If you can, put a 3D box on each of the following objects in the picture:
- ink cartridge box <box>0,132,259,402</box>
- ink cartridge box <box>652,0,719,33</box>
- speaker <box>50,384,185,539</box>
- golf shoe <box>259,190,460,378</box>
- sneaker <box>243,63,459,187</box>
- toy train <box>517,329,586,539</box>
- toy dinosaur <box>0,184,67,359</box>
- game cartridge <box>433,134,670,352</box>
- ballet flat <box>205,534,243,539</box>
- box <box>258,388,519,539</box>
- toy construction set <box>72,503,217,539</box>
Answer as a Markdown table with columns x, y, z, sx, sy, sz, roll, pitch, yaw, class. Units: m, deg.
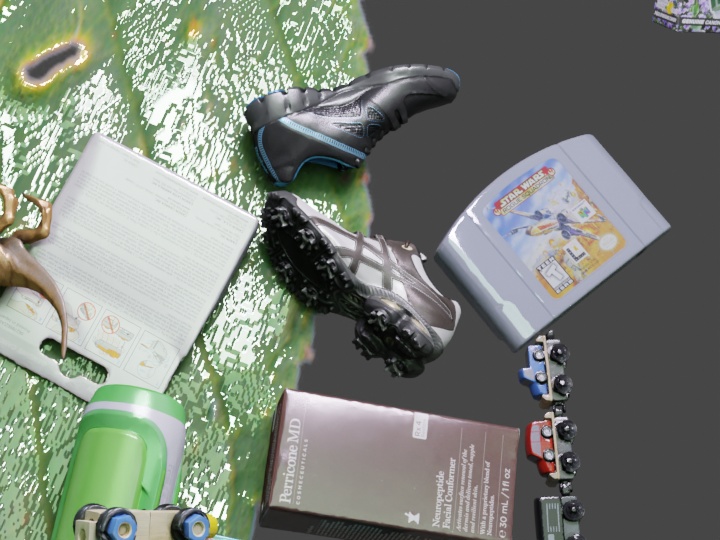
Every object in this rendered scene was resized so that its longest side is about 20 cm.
| x | y | z | sx | sy | sz | roll | pitch | yaw | class |
| --- | --- | --- | --- | --- | --- | --- | --- | --- | --- |
| -0.199 | 0.009 | 1.196 | 0.160 | 0.050 | 0.201 | 28 | 84 | 1 | ink cartridge box |
| 0.351 | -0.329 | 1.365 | 0.108 | 0.050 | 0.202 | -1 | 110 | -19 | ink cartridge box |
| -0.189 | 0.193 | 1.088 | 0.087 | 0.089 | 0.202 | 13 | 67 | -6 | speaker |
| 0.000 | 0.000 | 1.224 | 0.200 | 0.078 | 0.094 | 46 | 49 | 7 | golf shoe |
| -0.002 | -0.131 | 1.279 | 0.198 | 0.073 | 0.083 | -15 | 88 | -11 | sneaker |
| 0.160 | 0.148 | 1.211 | 0.045 | 0.034 | 0.202 | -2 | 69 | 1 | toy train |
| -0.282 | -0.010 | 1.152 | 0.198 | 0.060 | 0.107 | 20 | 89 | 24 | toy dinosaur |
| 0.168 | -0.033 | 1.284 | 0.199 | 0.042 | 0.134 | -36 | 83 | -22 | game cartridge |
| -0.058 | 0.241 | 1.113 | 0.198 | 0.068 | 0.069 | 3 | 77 | 1 | ballet flat |
| 0.024 | 0.166 | 1.153 | 0.198 | 0.075 | 0.101 | 9 | 67 | -6 | box |
| -0.147 | 0.232 | 1.002 | 0.199 | 0.091 | 0.133 | 11 | 79 | -54 | toy construction set |
